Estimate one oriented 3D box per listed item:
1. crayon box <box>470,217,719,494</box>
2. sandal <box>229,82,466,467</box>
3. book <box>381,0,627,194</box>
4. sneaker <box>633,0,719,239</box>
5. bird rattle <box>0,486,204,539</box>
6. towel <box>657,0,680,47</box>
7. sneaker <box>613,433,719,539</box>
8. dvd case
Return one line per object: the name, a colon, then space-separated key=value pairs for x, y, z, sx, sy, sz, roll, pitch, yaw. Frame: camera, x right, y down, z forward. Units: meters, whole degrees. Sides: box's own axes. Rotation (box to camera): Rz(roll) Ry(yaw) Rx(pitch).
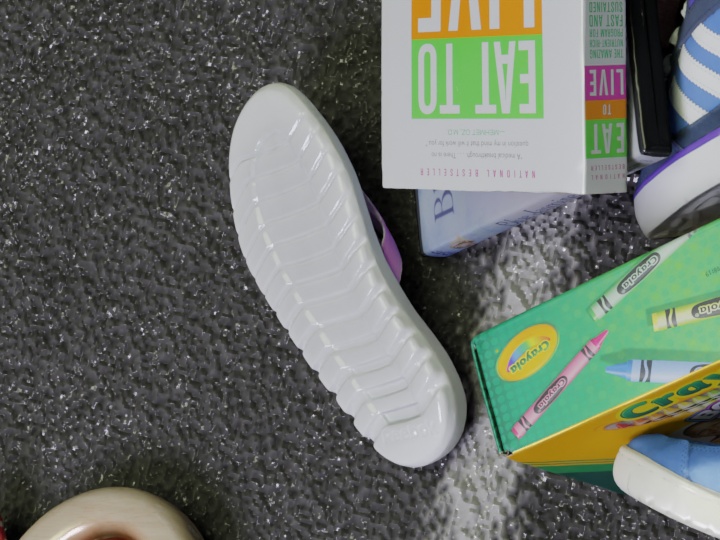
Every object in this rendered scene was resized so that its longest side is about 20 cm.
crayon box: x=0.162 y=0.026 z=1.024 sx=0.199 sy=0.119 sz=0.059 roll=-27 pitch=64 yaw=26
sandal: x=-0.005 y=0.003 z=1.188 sx=0.082 sy=0.050 sz=0.203 roll=-36 pitch=73 yaw=37
book: x=0.064 y=-0.135 z=1.053 sx=0.133 sy=0.048 sz=0.201 roll=4 pitch=97 yaw=55
sneaker: x=0.163 y=-0.112 z=1.041 sx=0.200 sy=0.080 sz=0.147 roll=131 pitch=128 yaw=-61
bird rattle: x=-0.142 y=0.181 z=1.223 sx=0.163 sy=0.113 sz=0.200 roll=-39 pitch=46 yaw=6
towel: x=0.116 y=-0.205 z=1.143 sx=0.144 sy=0.023 sz=0.201 roll=12 pitch=87 yaw=53
sneaker: x=0.209 y=0.068 z=0.993 sx=0.199 sy=0.077 sz=0.112 roll=15 pitch=89 yaw=21
dvd case: x=0.074 y=-0.096 z=1.111 sx=0.200 sy=0.017 sz=0.144 roll=-26 pitch=67 yaw=60
